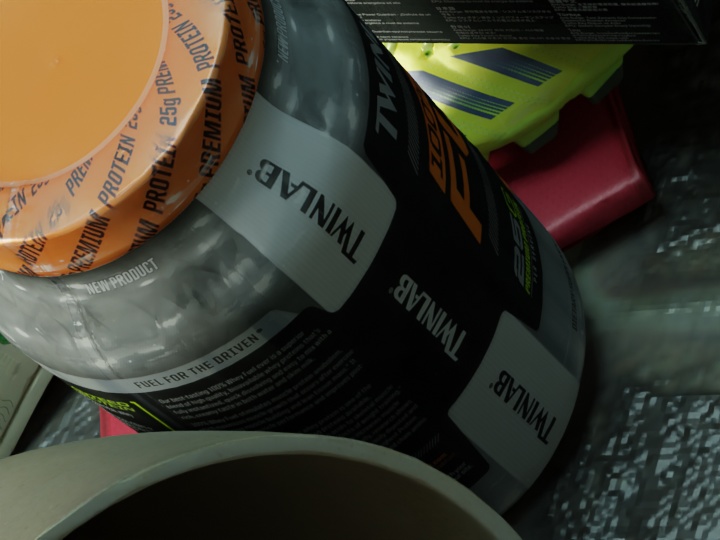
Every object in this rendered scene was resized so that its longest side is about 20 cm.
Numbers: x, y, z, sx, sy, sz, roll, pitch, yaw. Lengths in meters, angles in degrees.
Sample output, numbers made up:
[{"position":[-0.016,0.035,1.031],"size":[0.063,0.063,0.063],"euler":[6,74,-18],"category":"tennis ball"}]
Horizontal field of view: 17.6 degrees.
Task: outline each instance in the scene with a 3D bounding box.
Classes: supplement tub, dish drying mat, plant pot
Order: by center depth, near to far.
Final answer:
[{"position":[-0.072,0.119,0.594],"size":[0.188,0.187,0.200],"euler":[-53,28,-15],"category":"plant pot"},{"position":[-0.028,-0.008,0.626],"size":[0.122,0.200,0.123],"euler":[-13,60,23],"category":"supplement tub"},{"position":[0.000,0.000,0.754],"size":[0.199,0.018,0.077],"euler":[-29,40,15],"category":"dish drying mat"}]

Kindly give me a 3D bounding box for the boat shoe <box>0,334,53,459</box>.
[{"position":[-0.149,0.031,0.811],"size":[0.200,0.072,0.068],"euler":[-51,22,-11],"category":"boat shoe"}]

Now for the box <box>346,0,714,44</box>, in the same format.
[{"position":[0.023,-0.164,0.715],"size":[0.199,0.048,0.195],"euler":[4,68,26],"category":"box"}]

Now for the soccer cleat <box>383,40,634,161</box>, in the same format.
[{"position":[0.000,-0.071,0.743],"size":[0.199,0.084,0.065],"euler":[-14,32,35],"category":"soccer cleat"}]
